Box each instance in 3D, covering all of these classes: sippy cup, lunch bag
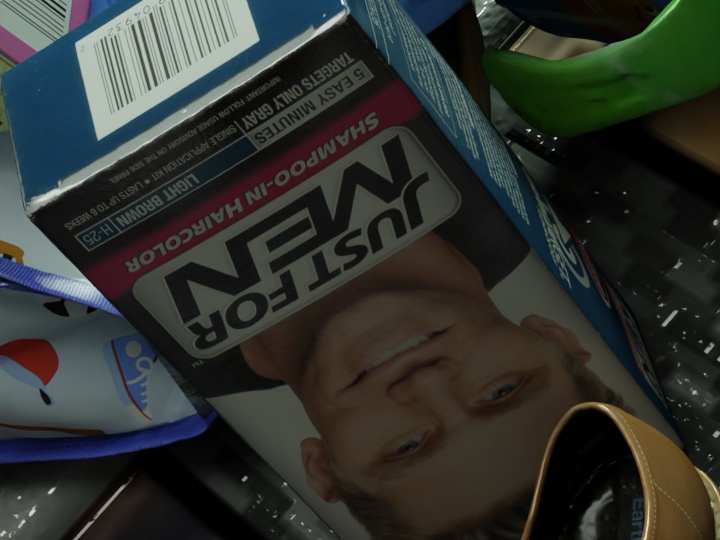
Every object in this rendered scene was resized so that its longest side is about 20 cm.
[{"bbox_3d":[0.102,-0.124,0.828,0.177,0.141,0.130,-17,12,-39],"label":"sippy cup"},{"bbox_3d":[-0.101,-0.030,0.896,0.199,0.124,0.171,-1,50,29],"label":"lunch bag"}]

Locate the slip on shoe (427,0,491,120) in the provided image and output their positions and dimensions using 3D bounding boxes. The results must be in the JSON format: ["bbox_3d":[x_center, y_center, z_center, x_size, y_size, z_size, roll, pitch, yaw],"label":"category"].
[{"bbox_3d":[0.007,-0.098,0.852,0.061,0.076,0.201,133,143,-54],"label":"slip on shoe"}]

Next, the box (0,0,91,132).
[{"bbox_3d":[-0.181,-0.122,0.846,0.199,0.097,0.177,-15,57,32],"label":"box"}]

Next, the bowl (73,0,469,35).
[{"bbox_3d":[-0.011,-0.141,0.815,0.200,0.039,0.202,-22,50,29],"label":"bowl"}]

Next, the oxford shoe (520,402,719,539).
[{"bbox_3d":[0.057,0.125,0.691,0.071,0.071,0.201,-14,50,25],"label":"oxford shoe"}]

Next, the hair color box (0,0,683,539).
[{"bbox_3d":[0.000,0.000,0.737,0.100,0.200,0.061,-30,43,12],"label":"hair color box"}]
